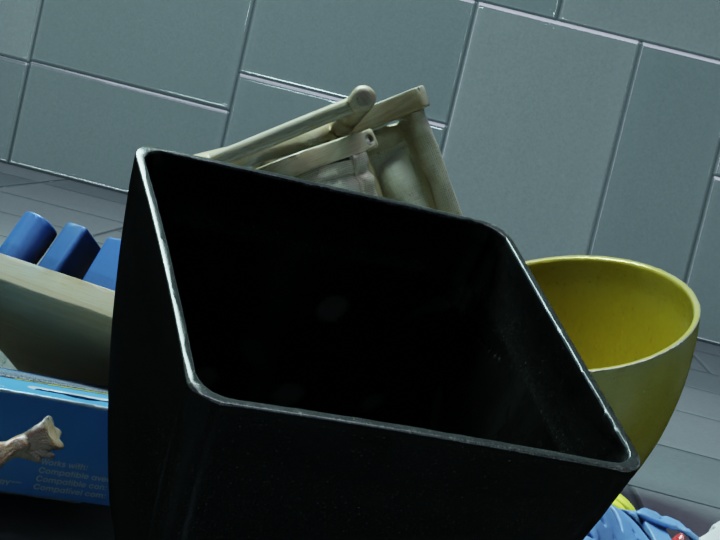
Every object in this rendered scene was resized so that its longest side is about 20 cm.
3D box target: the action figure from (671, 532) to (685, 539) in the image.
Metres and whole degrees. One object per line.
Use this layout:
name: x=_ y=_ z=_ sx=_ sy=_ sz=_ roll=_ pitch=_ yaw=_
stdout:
action figure: x=0.131 y=0.134 z=1.098 sx=0.198 sy=0.100 sz=0.065 roll=17 pitch=2 yaw=-17

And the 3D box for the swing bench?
swing bench: x=0.000 y=0.000 z=1.008 sx=0.128 sy=0.201 sz=0.200 roll=-20 pitch=1 yaw=13

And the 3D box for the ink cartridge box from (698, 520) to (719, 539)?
ink cartridge box: x=0.247 y=0.196 z=0.921 sx=0.115 sy=0.067 sz=0.199 roll=32 pitch=13 yaw=23

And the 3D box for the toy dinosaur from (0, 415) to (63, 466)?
toy dinosaur: x=-0.221 y=0.103 z=0.705 sx=0.134 sy=0.086 sz=0.201 roll=-26 pitch=23 yaw=21

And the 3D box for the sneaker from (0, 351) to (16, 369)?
sneaker: x=-0.222 y=0.062 z=1.209 sx=0.198 sy=0.076 sz=0.089 roll=12 pitch=18 yaw=-28

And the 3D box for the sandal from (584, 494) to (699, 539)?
sandal: x=0.159 y=0.177 z=0.971 sx=0.086 sy=0.080 sz=0.199 roll=21 pitch=9 yaw=23

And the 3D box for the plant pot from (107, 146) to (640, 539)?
plant pot: x=-0.024 y=0.084 z=0.738 sx=0.198 sy=0.179 sz=0.200 roll=12 pitch=27 yaw=-22

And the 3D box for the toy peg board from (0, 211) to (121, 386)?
toy peg board: x=-0.139 y=0.032 z=1.030 sx=0.198 sy=0.098 sz=0.200 roll=16 pitch=-29 yaw=30

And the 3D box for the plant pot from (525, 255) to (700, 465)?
plant pot: x=0.173 y=0.094 z=1.299 sx=0.197 sy=0.144 sz=0.201 roll=-4 pitch=26 yaw=2

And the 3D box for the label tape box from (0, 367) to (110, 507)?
label tape box: x=-0.177 y=0.091 z=0.883 sx=0.142 sy=0.067 sz=0.200 roll=12 pitch=-2 yaw=-23
